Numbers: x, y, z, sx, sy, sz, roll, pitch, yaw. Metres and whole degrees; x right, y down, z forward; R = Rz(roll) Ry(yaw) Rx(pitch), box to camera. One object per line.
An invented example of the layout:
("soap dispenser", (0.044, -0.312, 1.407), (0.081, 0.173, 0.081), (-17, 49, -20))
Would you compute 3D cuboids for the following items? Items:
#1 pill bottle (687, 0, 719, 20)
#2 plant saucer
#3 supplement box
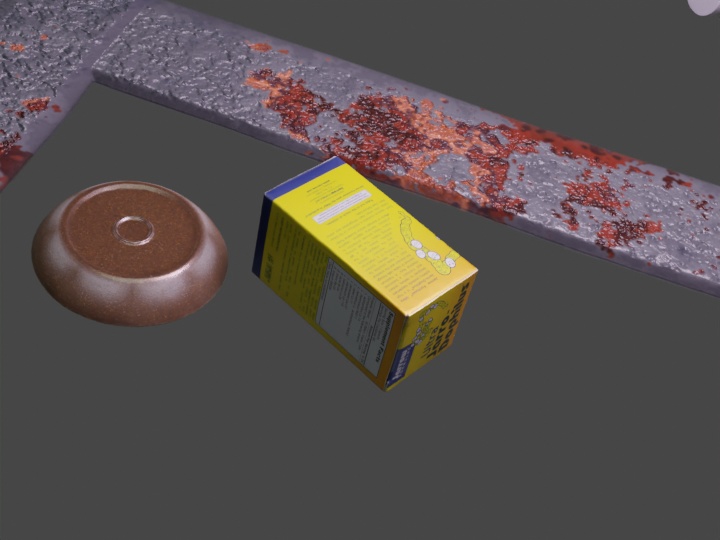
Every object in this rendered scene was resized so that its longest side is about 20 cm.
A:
("pill bottle", (0.607, -0.441, 1.739), (0.197, 0.113, 0.113), (-8, 47, -23))
("plant saucer", (-0.229, -0.030, 1.132), (0.196, 0.037, 0.202), (9, 43, -8))
("supplement box", (0.000, 0.000, 1.113), (0.199, 0.110, 0.109), (40, 48, 24))
